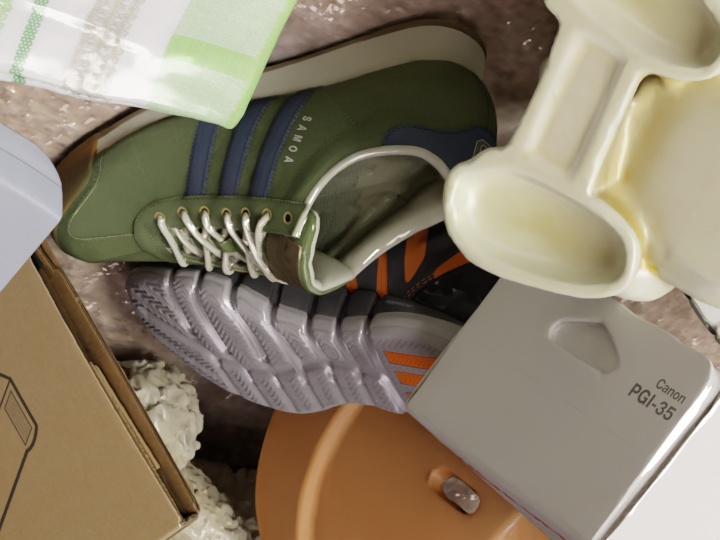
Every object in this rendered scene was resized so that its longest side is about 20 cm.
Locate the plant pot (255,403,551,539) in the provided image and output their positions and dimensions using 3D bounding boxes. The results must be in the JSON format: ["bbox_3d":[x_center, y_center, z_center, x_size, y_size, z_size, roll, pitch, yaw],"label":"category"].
[{"bbox_3d":[0.071,0.112,1.215,0.199,0.140,0.201,-13,120,-23],"label":"plant pot"}]

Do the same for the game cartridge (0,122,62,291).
[{"bbox_3d":[-0.224,-0.030,1.059,0.199,0.041,0.133,17,139,-32],"label":"game cartridge"}]

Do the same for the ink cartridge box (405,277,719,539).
[{"bbox_3d":[0.130,0.097,1.062,0.083,0.146,0.200,-51,125,-3],"label":"ink cartridge box"}]

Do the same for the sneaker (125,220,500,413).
[{"bbox_3d":[0.000,0.000,1.171,0.199,0.112,0.078,10,143,32],"label":"sneaker"}]

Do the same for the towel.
[{"bbox_3d":[-0.105,-0.125,0.992,0.199,0.031,0.150,12,127,-29],"label":"towel"}]

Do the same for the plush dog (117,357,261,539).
[{"bbox_3d":[-0.085,0.141,1.299,0.171,0.161,0.200,-14,156,-45],"label":"plush dog"}]

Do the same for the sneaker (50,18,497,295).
[{"bbox_3d":[-0.036,-0.028,1.109,0.199,0.090,0.067,-20,144,13],"label":"sneaker"}]

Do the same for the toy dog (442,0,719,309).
[{"bbox_3d":[0.155,-0.064,1.048,0.193,0.200,0.140,21,110,21],"label":"toy dog"}]

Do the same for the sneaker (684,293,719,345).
[{"bbox_3d":[0.196,0.024,1.129,0.084,0.200,0.075,-36,134,6],"label":"sneaker"}]

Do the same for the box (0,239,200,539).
[{"bbox_3d":[-0.178,0.083,1.178,0.200,0.164,0.021,-36,171,31],"label":"box"}]
